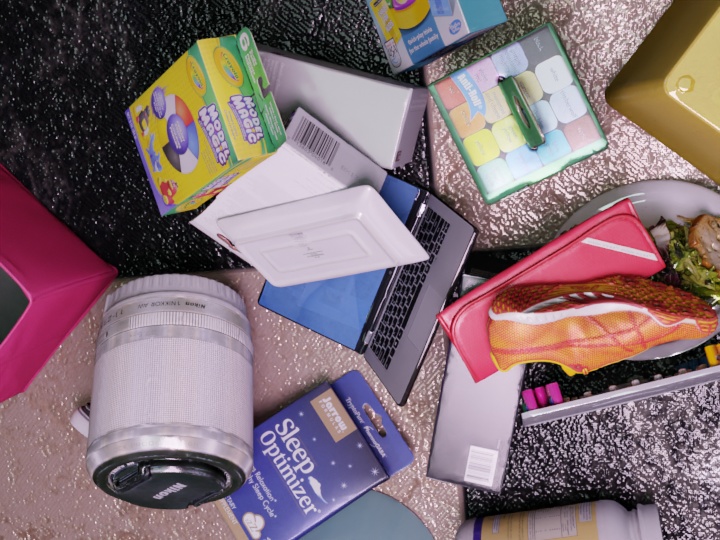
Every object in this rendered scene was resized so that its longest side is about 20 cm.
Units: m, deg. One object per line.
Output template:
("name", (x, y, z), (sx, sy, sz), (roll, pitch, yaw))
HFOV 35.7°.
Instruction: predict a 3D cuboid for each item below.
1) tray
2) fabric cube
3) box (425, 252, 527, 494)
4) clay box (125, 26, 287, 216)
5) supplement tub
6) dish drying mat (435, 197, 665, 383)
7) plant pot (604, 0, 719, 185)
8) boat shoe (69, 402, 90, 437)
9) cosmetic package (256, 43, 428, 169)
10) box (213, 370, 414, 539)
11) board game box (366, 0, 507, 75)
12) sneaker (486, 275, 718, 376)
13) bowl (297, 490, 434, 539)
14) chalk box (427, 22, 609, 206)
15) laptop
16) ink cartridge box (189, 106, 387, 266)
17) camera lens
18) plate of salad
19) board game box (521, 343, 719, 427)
("tray", (-0.042, -0.024, 1.078), (0.200, 0.022, 0.107), (-10, 134, 38))
("fabric cube", (-0.413, 0.022, 1.162), (0.196, 0.199, 0.200), (41, 104, 4))
("box", (0.122, 0.095, 1.091), (0.079, 0.141, 0.200), (11, 100, 9))
("clay box", (-0.146, -0.135, 1.038), (0.200, 0.048, 0.115), (-26, 83, 55))
("supplement tub", (0.203, 0.305, 1.104), (0.200, 0.145, 0.146), (-11, 96, 13))
("dish drying mat", (0.170, 0.018, 0.992), (0.200, 0.018, 0.077), (-32, 105, -1))
("plant pot", (0.354, -0.175, 0.986), (0.200, 0.176, 0.200), (37, 104, 4))
("boat shoe", (-0.215, 0.180, 1.214), (0.200, 0.070, 0.066), (24, 90, 9))
("cosmetic package", (-0.041, -0.165, 1.105), (0.200, 0.107, 0.090), (13, 102, 8))
("box", (-0.057, 0.201, 1.160), (0.200, 0.032, 0.121), (-33, 75, -4))
("board game box", (0.047, -0.300, 1.046), (0.047, 0.151, 0.200), (-23, 94, -25))
("sneaker", (0.208, 0.051, 0.970), (0.200, 0.073, 0.077), (-2, 116, 0))
("bowl", (-0.016, 0.341, 1.176), (0.200, 0.105, 0.201), (2, 99, 11))
("chalk box", (0.145, -0.142, 1.021), (0.124, 0.200, 0.125), (-26, 92, 14))
("laptop", (0.000, 0.000, 1.113), (0.116, 0.200, 0.188), (17, 104, -22))
("ink cartridge box", (-0.076, -0.071, 1.098), (0.109, 0.050, 0.200), (36, 145, -18))
("camera lens", (-0.186, 0.125, 1.112), (0.160, 0.160, 0.200), (-11, 58, 13))
("plate of salad", (0.264, -0.009, 1.041), (0.200, 0.048, 0.200), (-13, 54, 19))
("board game box", (0.245, 0.106, 1.032), (0.200, 0.200, 0.026), (-14, 79, 6))
